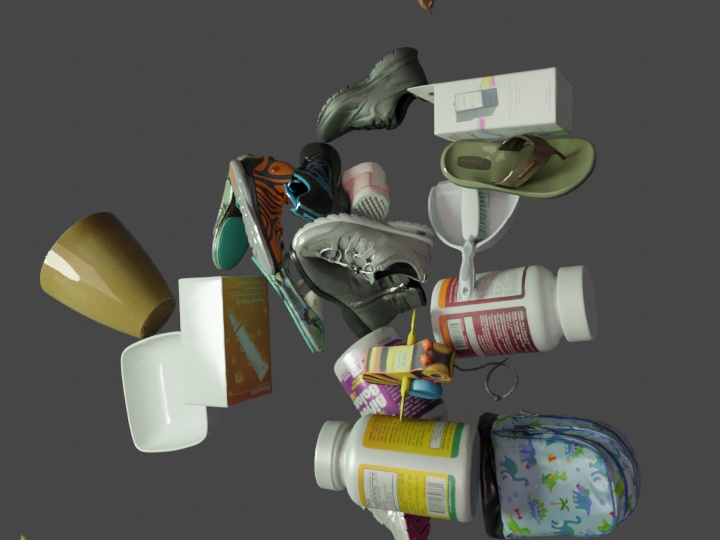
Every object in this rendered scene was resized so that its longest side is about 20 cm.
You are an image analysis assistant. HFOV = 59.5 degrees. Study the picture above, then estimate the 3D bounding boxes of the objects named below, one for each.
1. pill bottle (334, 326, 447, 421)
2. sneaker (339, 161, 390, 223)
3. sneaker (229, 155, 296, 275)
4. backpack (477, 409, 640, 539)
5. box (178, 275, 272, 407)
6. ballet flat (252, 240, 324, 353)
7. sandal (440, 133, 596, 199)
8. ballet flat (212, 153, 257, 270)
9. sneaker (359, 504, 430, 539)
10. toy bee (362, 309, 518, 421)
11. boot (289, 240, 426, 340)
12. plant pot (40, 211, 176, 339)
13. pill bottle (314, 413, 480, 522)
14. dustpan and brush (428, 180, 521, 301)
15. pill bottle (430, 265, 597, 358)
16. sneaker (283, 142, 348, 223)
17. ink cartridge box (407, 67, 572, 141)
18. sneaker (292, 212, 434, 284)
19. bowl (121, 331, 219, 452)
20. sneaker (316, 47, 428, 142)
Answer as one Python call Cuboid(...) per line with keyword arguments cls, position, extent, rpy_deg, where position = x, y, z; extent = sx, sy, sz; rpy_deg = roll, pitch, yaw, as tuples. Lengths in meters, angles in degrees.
Cuboid(cls="pill bottle", position=(0.056, 0.192, 0.905), extent=(0.112, 0.112, 0.202), rpy_deg=(-43, 71, 22))
Cuboid(cls="sneaker", position=(-0.014, -0.080, 0.970), extent=(0.106, 0.074, 0.201), rpy_deg=(-93, 27, -42))
Cuboid(cls="sneaker", position=(-0.130, -0.098, 0.995), extent=(0.078, 0.110, 0.204), rpy_deg=(127, 127, -65))
Cuboid(cls="backpack", position=(0.248, 0.260, 0.794), extent=(0.195, 0.153, 0.168), rpy_deg=(-5, 82, 16))
Cuboid(cls="box", position=(-0.224, 0.113, 1.053), extent=(0.095, 0.124, 0.206), rpy_deg=(-3, 90, 28))
Cuboid(cls="ballet flat", position=(-0.100, 0.034, 1.012), extent=(0.074, 0.074, 0.202), rpy_deg=(-41, 75, 23))
Cuboid(cls="sandal", position=(0.200, -0.138, 0.806), extent=(0.196, 0.057, 0.082), rpy_deg=(1, 74, 12))
Cuboid(cls="ballet flat", position=(-0.215, -0.103, 1.089), extent=(0.073, 0.074, 0.204), rpy_deg=(25, 101, 26))
Cuboid(cls="sneaker", position=(0.037, 0.330, 0.942), extent=(0.087, 0.081, 0.204), rpy_deg=(-33, 67, 27))
Cuboid(cls="toy bee", position=(0.078, 0.108, 0.782), extent=(0.196, 0.109, 0.133), rpy_deg=(-23, 56, 19))
Cuboid(cls="boot", position=(0.000, 0.000, 0.927), extent=(0.131, 0.070, 0.200), rpy_deg=(-35, 114, 24))
Cuboid(cls="plant pot", position=(-0.445, 0.028, 1.160), extent=(0.198, 0.186, 0.188), rpy_deg=(36, 108, 10))
Cuboid(cls="pill bottle", position=(0.047, 0.242, 0.789), extent=(0.195, 0.112, 0.116), rpy_deg=(1, 91, 18))
Cuboid(cls="dustpan and brush", position=(0.150, -0.050, 0.841), extent=(0.137, 0.057, 0.205), rpy_deg=(-8, 67, 28))
Cuboid(cls="pill bottle", position=(0.199, 0.053, 0.823), extent=(0.196, 0.109, 0.113), rpy_deg=(-9, 87, 29))
Cuboid(cls="sneaker", position=(-0.072, -0.139, 0.940), extent=(0.074, 0.080, 0.202), rpy_deg=(-57, 31, 29))
Cuboid(cls="ink cartridge box", position=(0.170, -0.210, 0.831), extent=(0.196, 0.116, 0.069), rpy_deg=(1, 94, 29))
Cuboid(cls="sneaker", position=(0.005, -0.024, 0.850), extent=(0.194, 0.075, 0.084), rpy_deg=(2, 67, -1))
Cuboid(cls="bowl", position=(-0.336, 0.217, 1.147), extent=(0.196, 0.074, 0.205), rpy_deg=(-16, 83, 29))
Cuboid(cls="sneaker", position=(0.016, -0.243, 0.946), extent=(0.198, 0.076, 0.092), rpy_deg=(-31, 84, 29))
